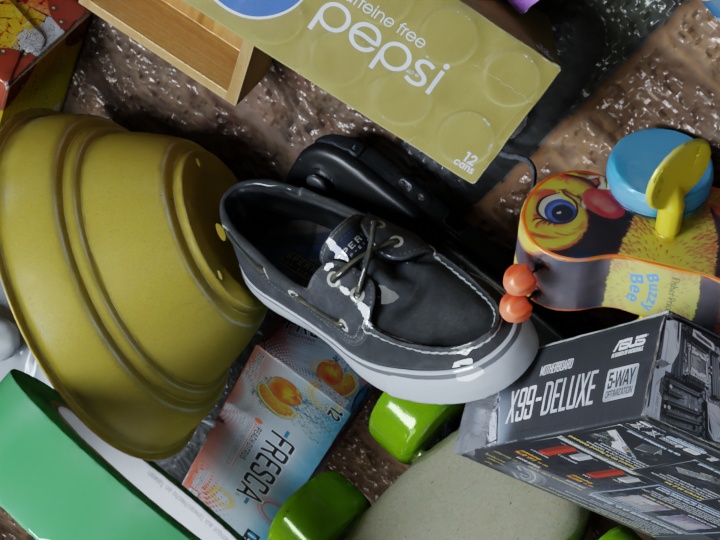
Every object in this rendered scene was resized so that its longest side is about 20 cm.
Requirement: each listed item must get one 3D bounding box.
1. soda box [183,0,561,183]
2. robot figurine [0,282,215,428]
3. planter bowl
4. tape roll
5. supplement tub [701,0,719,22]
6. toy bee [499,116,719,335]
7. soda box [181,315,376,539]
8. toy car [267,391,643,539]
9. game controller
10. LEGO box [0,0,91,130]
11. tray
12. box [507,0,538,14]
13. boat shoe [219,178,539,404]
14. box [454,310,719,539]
[{"bbox_3d":[-0.013,-0.124,0.788,0.200,0.064,0.068,31,114,-16],"label":"soda box"},{"bbox_3d":[-0.172,0.051,1.101,0.200,0.113,0.169,19,-178,42],"label":"robot figurine"},{"bbox_3d":[-0.103,-0.007,0.975,0.083,0.201,0.201,-21,116,20],"label":"planter bowl"},{"bbox_3d":[-0.114,0.130,0.939,0.200,0.048,0.200,39,177,2],"label":"tape roll"},{"bbox_3d":[0.157,-0.148,0.608,0.200,0.145,0.145,48,142,-7],"label":"supplement tub"},{"bbox_3d":[0.113,-0.005,0.827,0.200,0.109,0.131,8,135,35],"label":"toy bee"},{"bbox_3d":[-0.045,0.090,1.092,0.068,0.064,0.200,36,144,4],"label":"soda box"},{"bbox_3d":[0.069,0.164,1.015,0.164,0.158,0.200,41,178,21],"label":"toy car"},{"bbox_3d":[0.042,0.010,0.956,0.200,0.042,0.104,39,143,2],"label":"game controller"},{"bbox_3d":[-0.251,-0.110,1.051,0.149,0.077,0.200,36,143,4],"label":"LEGO box"},{"bbox_3d":[-0.070,-0.176,0.866,0.099,0.037,0.200,34,142,8],"label":"tray"},{"bbox_3d":[0.044,-0.212,0.729,0.200,0.039,0.137,46,142,-9],"label":"box"},{"bbox_3d":[0.000,0.000,0.878,0.200,0.070,0.066,30,160,48],"label":"boat shoe"},{"bbox_3d":[0.167,0.090,0.842,0.200,0.050,0.158,24,160,-20],"label":"box"}]
